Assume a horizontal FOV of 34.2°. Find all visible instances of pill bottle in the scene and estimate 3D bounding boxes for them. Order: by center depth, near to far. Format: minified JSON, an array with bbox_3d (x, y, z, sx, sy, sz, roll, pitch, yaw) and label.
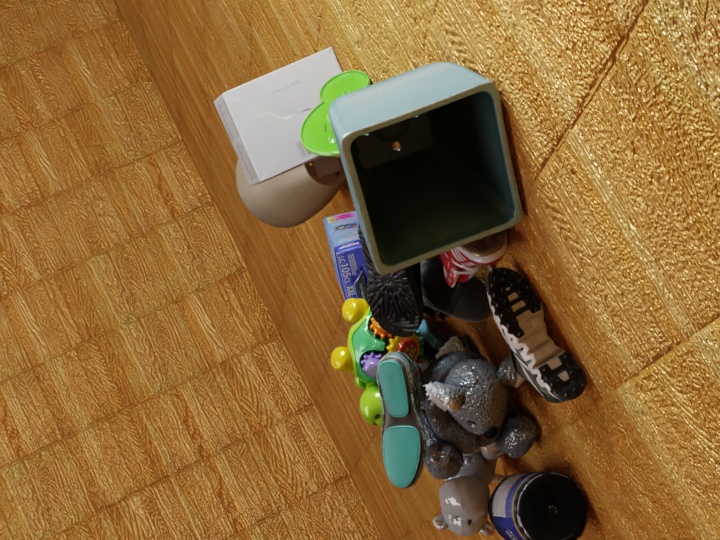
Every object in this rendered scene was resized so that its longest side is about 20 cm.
[{"bbox_3d":[0.258,0.359,1.754,0.113,0.111,0.200,64,167,6],"label":"pill bottle"}]

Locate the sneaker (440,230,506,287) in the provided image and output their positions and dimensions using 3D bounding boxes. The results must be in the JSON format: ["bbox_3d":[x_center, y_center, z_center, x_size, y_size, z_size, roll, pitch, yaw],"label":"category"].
[{"bbox_3d":[0.154,-0.019,1.572,0.200,0.071,0.113,-125,19,-65],"label":"sneaker"}]

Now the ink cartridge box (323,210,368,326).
[{"bbox_3d":[0.000,0.000,1.868,0.200,0.076,0.137,-116,11,-67],"label":"ink cartridge box"}]

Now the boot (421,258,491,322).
[{"bbox_3d":[0.122,0.035,1.769,0.199,0.074,0.151,22,171,22],"label":"boot"}]

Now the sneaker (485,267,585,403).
[{"bbox_3d":[0.217,0.092,1.532,0.201,0.066,0.091,59,163,16],"label":"sneaker"}]

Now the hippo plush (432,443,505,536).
[{"bbox_3d":[0.156,0.347,1.917,0.201,0.158,0.162,88,-163,-52],"label":"hippo plush"}]

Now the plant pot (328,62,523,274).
[{"bbox_3d":[0.062,-0.152,1.459,0.200,0.195,0.197,-120,11,-57],"label":"plant pot"}]

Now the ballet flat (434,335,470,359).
[{"bbox_3d":[0.183,0.199,1.863,0.201,0.071,0.072,60,166,23],"label":"ballet flat"}]

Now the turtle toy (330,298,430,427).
[{"bbox_3d":[0.039,0.134,1.762,0.101,0.145,0.202,18,96,52],"label":"turtle toy"}]

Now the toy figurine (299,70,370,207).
[{"bbox_3d":[0.007,-0.178,1.795,0.201,0.149,0.185,-97,-14,-47],"label":"toy figurine"}]

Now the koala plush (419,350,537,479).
[{"bbox_3d":[0.162,0.187,1.714,0.200,0.176,0.185,92,161,-70],"label":"koala plush"}]

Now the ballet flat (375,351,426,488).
[{"bbox_3d":[0.065,0.213,1.696,0.074,0.074,0.202,-151,56,-68],"label":"ballet flat"}]

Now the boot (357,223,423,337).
[{"bbox_3d":[0.074,-0.027,1.672,0.079,0.158,0.213,9,125,27],"label":"boot"}]

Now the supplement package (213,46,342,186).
[{"bbox_3d":[-0.116,-0.251,1.927,0.157,0.199,0.111,66,167,-7],"label":"supplement package"}]

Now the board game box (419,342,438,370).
[{"bbox_3d":[0.101,0.153,1.950,0.120,0.032,0.200,36,-166,-15],"label":"board game box"}]

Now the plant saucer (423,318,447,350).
[{"bbox_3d":[0.108,0.099,2.005,0.070,0.019,0.200,31,-175,-31],"label":"plant saucer"}]

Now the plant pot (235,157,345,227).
[{"bbox_3d":[-0.103,-0.182,2.112,0.200,0.186,0.189,-9,106,62],"label":"plant pot"}]
